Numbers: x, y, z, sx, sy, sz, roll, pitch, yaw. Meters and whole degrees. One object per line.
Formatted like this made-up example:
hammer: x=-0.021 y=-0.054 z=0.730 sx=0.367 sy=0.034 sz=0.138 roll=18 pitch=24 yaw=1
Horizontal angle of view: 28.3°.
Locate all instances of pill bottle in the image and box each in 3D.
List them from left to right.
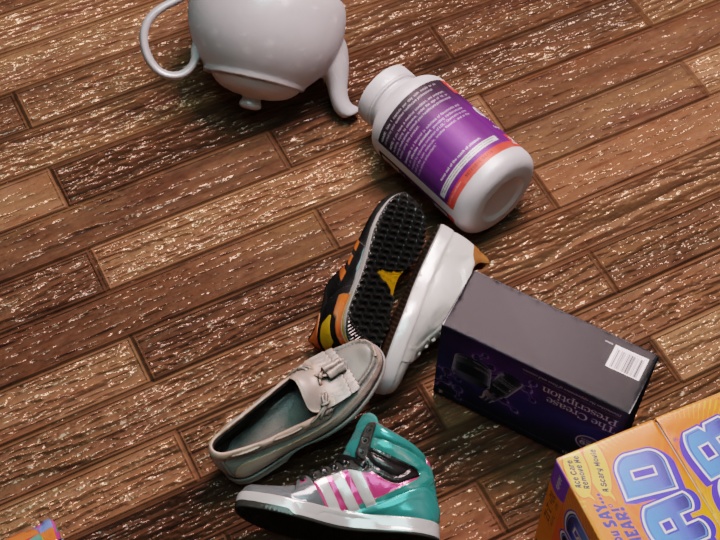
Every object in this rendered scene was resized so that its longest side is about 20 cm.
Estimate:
pill bottle: x=0.091 y=-0.142 z=1.597 sx=0.112 sy=0.113 sz=0.200 roll=-36 pitch=65 yaw=-21

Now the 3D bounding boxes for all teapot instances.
teapot: x=-0.119 y=-0.260 z=1.652 sx=0.200 sy=0.197 sz=0.146 roll=16 pitch=94 yaw=33

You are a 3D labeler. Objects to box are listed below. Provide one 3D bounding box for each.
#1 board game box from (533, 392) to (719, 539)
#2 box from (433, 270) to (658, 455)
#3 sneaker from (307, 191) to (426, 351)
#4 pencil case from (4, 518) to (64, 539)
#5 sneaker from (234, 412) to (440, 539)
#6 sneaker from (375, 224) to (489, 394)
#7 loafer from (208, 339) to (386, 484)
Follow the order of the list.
board game box: x=0.297 y=0.260 z=1.288 sx=0.199 sy=0.200 sz=0.200 roll=-19 pitch=59 yaw=-13
box: x=0.180 y=0.104 z=1.424 sx=0.200 sy=0.141 sz=0.079 roll=25 pitch=62 yaw=15
sneaker: x=0.000 y=0.000 z=1.522 sx=0.090 sy=0.070 sz=0.200 roll=-12 pitch=46 yaw=44
pencil case: x=-0.353 y=0.304 z=1.320 sx=0.200 sy=0.088 sz=0.088 roll=-24 pitch=60 yaw=-14
sneaker: x=-0.017 y=0.198 z=1.391 sx=0.199 sy=0.084 sz=0.121 roll=9 pitch=62 yaw=-5
sneaker: x=0.079 y=0.051 z=1.497 sx=0.085 sy=0.073 sz=0.200 roll=29 pitch=70 yaw=-7
loafer: x=-0.062 y=0.136 z=1.410 sx=0.200 sy=0.063 sz=0.072 roll=-39 pitch=57 yaw=-1
